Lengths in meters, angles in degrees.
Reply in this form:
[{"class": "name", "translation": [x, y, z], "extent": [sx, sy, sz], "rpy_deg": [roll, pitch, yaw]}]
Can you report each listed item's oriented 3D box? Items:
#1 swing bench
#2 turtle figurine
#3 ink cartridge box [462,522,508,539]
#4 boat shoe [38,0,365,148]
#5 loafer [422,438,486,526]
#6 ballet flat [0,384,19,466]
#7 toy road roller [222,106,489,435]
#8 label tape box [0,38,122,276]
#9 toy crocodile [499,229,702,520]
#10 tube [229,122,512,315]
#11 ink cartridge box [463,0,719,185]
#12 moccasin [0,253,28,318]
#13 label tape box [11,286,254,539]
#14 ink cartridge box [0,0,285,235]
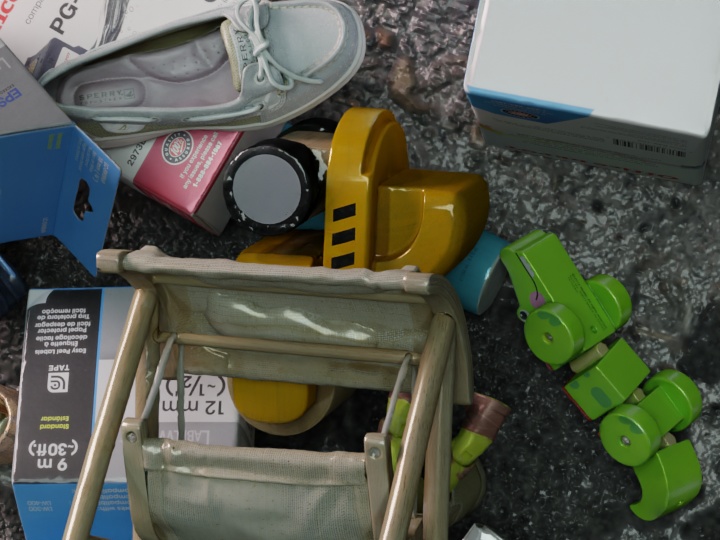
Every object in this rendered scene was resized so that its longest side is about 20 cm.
[{"class": "swing bench", "translation": [-0.049, 0.095, 1.472], "extent": [0.199, 0.130, 0.200], "rpy_deg": [5, 81, 18]}, {"class": "turtle figurine", "translation": [0.015, 0.138, 1.545], "extent": [0.200, 0.064, 0.161], "rpy_deg": [21, 85, 1]}, {"class": "ink cartridge box", "translation": [0.075, 0.279, 1.603], "extent": [0.148, 0.086, 0.200], "rpy_deg": [36, 88, 8]}, {"class": "boat shoe", "translation": [-0.097, -0.123, 1.568], "extent": [0.202, 0.065, 0.074], "rpy_deg": [-10, 81, 8]}, {"class": "loafer", "translation": [-0.017, 0.161, 1.631], "extent": [0.200, 0.068, 0.076], "rpy_deg": [-28, 83, 3]}, {"class": "ballet flat", "translation": [-0.300, 0.068, 1.672], "extent": [0.200, 0.067, 0.068], "rpy_deg": [21, 89, 8]}, {"class": "toy road roller", "translation": [0.000, 0.000, 1.578], "extent": [0.146, 0.123, 0.200], "rpy_deg": [5, 102, 15]}, {"class": "label tape box", "translation": [-0.240, -0.083, 1.576], "extent": [0.063, 0.144, 0.200], "rpy_deg": [-36, 75, -26]}, {"class": "toy crocodile", "translation": [0.152, 0.064, 1.621], "extent": [0.200, 0.068, 0.062], "rpy_deg": [55, 137, 0]}, {"class": "tube", "translation": [0.000, -0.035, 1.662], "extent": [0.200, 0.050, 0.077], "rpy_deg": [25, 80, 15]}, {"class": "ink cartridge box", "translation": [0.153, -0.147, 1.573], "extent": [0.147, 0.200, 0.146], "rpy_deg": [11, 85, 7]}, {"class": "moccasin", "translation": [-0.283, -0.042, 1.673], "extent": [0.068, 0.080, 0.200], "rpy_deg": [-27, 73, -17]}, {"class": "label tape box", "translation": [-0.142, 0.111, 1.624], "extent": [0.143, 0.066, 0.200], "rpy_deg": [-1, 64, 6]}, {"class": "ink cartridge box", "translation": [-0.146, -0.136, 1.655], "extent": [0.200, 0.084, 0.145], "rpy_deg": [30, 88, 13]}]
